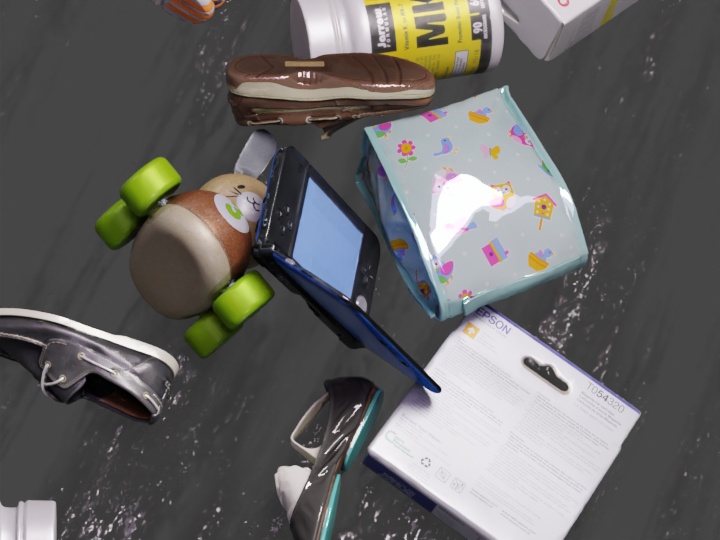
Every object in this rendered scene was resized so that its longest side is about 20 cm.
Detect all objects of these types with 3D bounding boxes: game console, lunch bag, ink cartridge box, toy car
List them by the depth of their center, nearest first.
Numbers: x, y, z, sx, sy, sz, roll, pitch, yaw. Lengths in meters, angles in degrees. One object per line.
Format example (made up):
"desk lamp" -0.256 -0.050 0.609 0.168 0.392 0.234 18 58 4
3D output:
"game console" 0.000 0.000 1.666 0.118 0.200 0.172 -3 61 28
"ink cartridge box" 0.134 0.159 1.715 0.196 0.043 0.200 35 61 6
"toy car" -0.118 -0.048 1.722 0.200 0.158 0.164 -39 89 -33
"lunch bag" 0.108 -0.056 1.765 0.170 0.122 0.201 -19 65 -16
"ink cartridge box" 0.230 -0.336 1.924 0.200 0.083 0.145 -36 76 -20

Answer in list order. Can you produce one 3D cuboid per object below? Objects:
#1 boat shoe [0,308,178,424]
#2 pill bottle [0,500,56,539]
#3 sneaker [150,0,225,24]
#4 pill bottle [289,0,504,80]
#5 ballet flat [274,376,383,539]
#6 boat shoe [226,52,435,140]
"boat shoe" -0.270 0.086 1.673 0.199 0.072 0.068 17 61 -3
"pill bottle" -0.362 0.245 1.564 0.199 0.120 0.120 0 66 -9
"sneaker" -0.215 -0.344 1.876 0.199 0.078 0.112 33 61 -5
"pill bottle" 0.035 -0.243 1.839 0.199 0.114 0.115 -10 68 -12
"ballet flat" -0.038 0.183 1.674 0.068 0.068 0.201 15 55 9
"boat shoe" -0.028 -0.166 1.767 0.201 0.075 0.075 4 33 5
